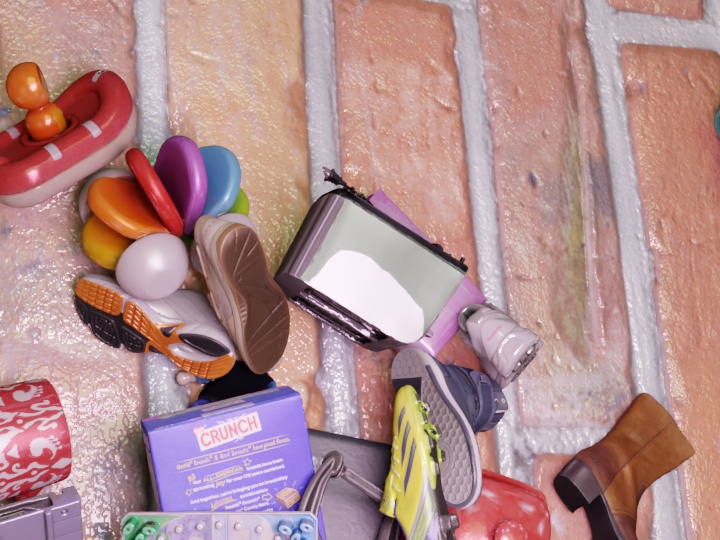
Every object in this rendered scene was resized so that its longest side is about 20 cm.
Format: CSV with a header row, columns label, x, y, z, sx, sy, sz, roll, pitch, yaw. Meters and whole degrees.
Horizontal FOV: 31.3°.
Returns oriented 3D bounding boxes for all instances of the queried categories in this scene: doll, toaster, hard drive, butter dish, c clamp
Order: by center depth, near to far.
label,x,y,z,sx,sy,sz,roll,pitch,yaw
c clamp,0.000,0.257,1.381,0.199,0.027,0.173,34,65,-46
toaster,0.000,0.000,1.415,0.199,0.181,0.120,32,78,-7
doll,-0.154,0.153,1.438,0.135,0.049,0.201,27,65,23
hard drive,-0.046,0.254,1.455,0.197,0.033,0.141,12,69,-8
butter dish,0.145,0.315,1.467,0.198,0.148,0.202,19,66,-15

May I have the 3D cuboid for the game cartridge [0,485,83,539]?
label,x,y,z,sx,sy,sz,roll,pitch,yaw
game cartridge,-0.373,0.297,1.279,0.198,0.131,0.038,-14,35,-25

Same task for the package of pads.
label,x,y,z,sx,sy,sz,roll,pitch,yaw
package of pads,0.046,0.014,1.563,0.200,0.076,0.121,45,63,-3

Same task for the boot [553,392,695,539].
label,x,y,z,sx,sy,sz,roll,pitch,yaw
boot,0.356,0.282,1.626,0.199,0.069,0.189,-32,80,-35

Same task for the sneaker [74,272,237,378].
label,x,y,z,sx,sy,sz,roll,pitch,yaw
sneaker,-0.225,0.049,1.454,0.198,0.076,0.092,25,35,-1

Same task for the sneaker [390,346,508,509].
label,x,y,z,sx,sy,sz,roll,pitch,yaw
sneaker,0.124,0.187,1.468,0.145,0.077,0.204,24,36,-44

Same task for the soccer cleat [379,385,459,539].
label,x,y,z,sx,sy,sz,roll,pitch,yaw
soccer cleat,0.052,0.225,1.372,0.083,0.065,0.203,-15,75,16

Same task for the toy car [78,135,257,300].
label,x,y,z,sx,sy,sz,roll,pitch,yaw
toy car,-0.212,-0.078,1.419,0.198,0.151,0.175,-17,48,-28

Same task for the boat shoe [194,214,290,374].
label,x,y,z,sx,sy,sz,roll,pitch,yaw
boat shoe,-0.131,0.025,1.389,0.072,0.065,0.202,-41,136,-28

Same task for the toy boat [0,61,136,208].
label,x,y,z,sx,sy,sz,roll,pitch,yaw
toy boat,-0.347,-0.169,1.413,0.199,0.130,0.132,-37,127,-28

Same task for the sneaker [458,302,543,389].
label,x,y,z,sx,sy,sz,roll,pitch,yaw
sneaker,0.162,0.079,1.533,0.099,0.200,0.078,42,83,12

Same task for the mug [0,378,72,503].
label,x,y,z,sx,sy,sz,roll,pitch,yaw
mug,-0.406,0.202,1.310,0.198,0.180,0.133,-13,38,-30

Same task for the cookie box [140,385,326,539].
label,x,y,z,sx,sy,sz,roll,pitch,yaw
cookie box,-0.130,0.240,1.350,0.169,0.075,0.203,-11,97,-18

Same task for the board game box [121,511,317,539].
label,x,y,z,sx,sy,sz,roll,pitch,yaw
board game box,-0.141,0.344,1.289,0.197,0.026,0.203,0,97,-1

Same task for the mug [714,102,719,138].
label,x,y,z,sx,sy,sz,roll,pitch,yaw
mug,0.587,-0.170,1.822,0.151,0.114,0.187,-22,82,-26
